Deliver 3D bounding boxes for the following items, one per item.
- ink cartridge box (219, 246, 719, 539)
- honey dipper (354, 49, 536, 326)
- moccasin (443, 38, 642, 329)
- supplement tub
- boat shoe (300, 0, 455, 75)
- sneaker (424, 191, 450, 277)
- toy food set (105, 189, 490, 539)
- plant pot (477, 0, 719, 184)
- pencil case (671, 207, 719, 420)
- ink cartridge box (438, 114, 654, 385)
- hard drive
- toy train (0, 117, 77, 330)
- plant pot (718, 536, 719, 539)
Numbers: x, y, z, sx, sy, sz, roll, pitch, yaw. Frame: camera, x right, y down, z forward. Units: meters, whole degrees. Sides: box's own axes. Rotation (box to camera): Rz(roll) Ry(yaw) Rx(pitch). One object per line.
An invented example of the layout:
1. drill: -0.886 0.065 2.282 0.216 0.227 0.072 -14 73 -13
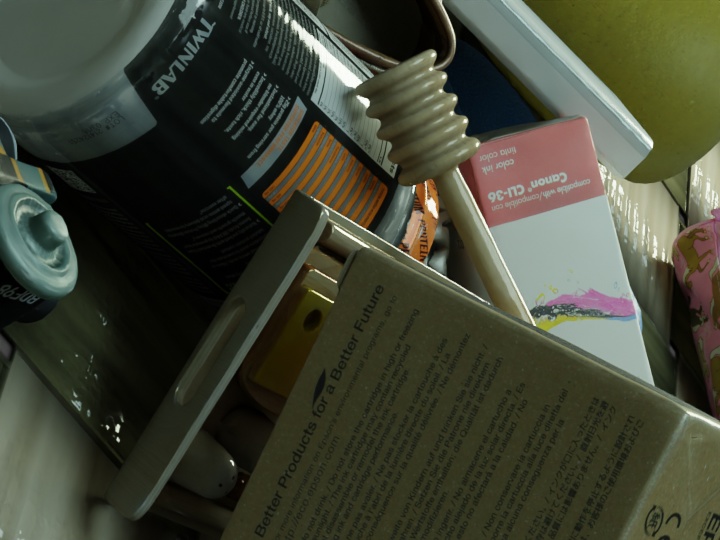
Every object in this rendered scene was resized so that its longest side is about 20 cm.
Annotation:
1. ink cartridge box: 0.032 0.116 1.065 0.075 0.164 0.201 22 95 -54
2. honey dipper: 0.056 0.007 1.153 0.201 0.038 0.038 65 26 -4
3. moccasin: 0.071 -0.022 1.463 0.201 0.068 0.080 61 34 -12
4. supplement tub: -0.059 -0.061 1.174 0.200 0.122 0.123 43 35 -42
5. boat shoe: -0.028 -0.144 1.212 0.200 0.072 0.076 33 78 -40
6. sneaker: 0.000 0.000 1.307 0.081 0.075 0.201 0 68 -50
7. toy food set: -0.003 0.064 1.160 0.060 0.144 0.200 33 1 37
8. plant pot: 0.135 -0.168 1.592 0.141 0.200 0.201 22 46 -24
9. pencil case: 0.241 0.060 1.710 0.082 0.087 0.201 7 59 -27
10. ink cartridge box: 0.083 0.033 1.356 0.116 0.067 0.201 177 -102 -72
11. hard drive: 0.058 -0.134 1.383 0.200 0.027 0.132 44 8 -13
12. toy train: -0.177 -0.035 0.980 0.200 0.085 0.114 18 45 -58
13. plant pot: 0.119 0.187 1.164 0.200 0.175 0.201 6 67 -82
